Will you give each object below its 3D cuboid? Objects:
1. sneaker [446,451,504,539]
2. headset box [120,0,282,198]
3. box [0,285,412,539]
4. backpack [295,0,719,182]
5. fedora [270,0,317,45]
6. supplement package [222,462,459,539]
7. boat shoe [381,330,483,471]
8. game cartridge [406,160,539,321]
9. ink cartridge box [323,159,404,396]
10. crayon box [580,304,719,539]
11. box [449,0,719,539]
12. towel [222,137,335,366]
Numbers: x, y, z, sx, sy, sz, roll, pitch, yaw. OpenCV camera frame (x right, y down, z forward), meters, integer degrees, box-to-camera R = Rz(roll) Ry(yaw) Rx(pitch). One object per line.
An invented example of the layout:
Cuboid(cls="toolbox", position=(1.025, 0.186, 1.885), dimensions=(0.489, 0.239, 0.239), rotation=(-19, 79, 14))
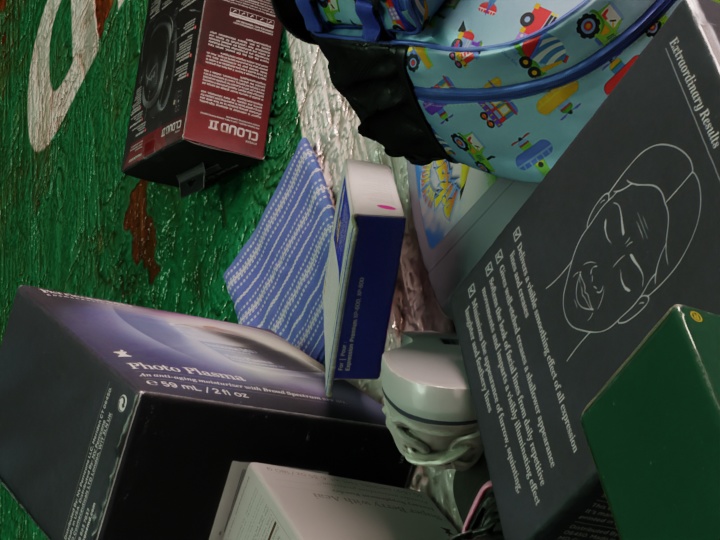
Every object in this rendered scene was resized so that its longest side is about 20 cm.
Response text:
Cuboid(cls="sneaker", position=(0.065, 0.134, 0.770), dimensions=(0.200, 0.098, 0.071), rotation=(50, 124, 60))
Cuboid(cls="headset box", position=(-0.131, -0.162, 1.324), dimensions=(0.149, 0.077, 0.202), rotation=(-17, 64, 61))
Cuboid(cls="box", position=(-0.106, 0.105, 0.980), dimensions=(0.198, 0.199, 0.124), rotation=(28, 103, 54))
Cuboid(cls="backpack", position=(0.088, -0.134, 0.767), dimensions=(0.183, 0.135, 0.200), rotation=(-44, 31, -15))
Cuboid(cls="fedora", position=(0.034, -0.215, 0.967), dimensions=(0.091, 0.200, 0.202), rotation=(35, 113, 30))
Cuboid(cls="supplement package", position=(0.006, 0.204, 0.829), dimensions=(0.200, 0.120, 0.121), rotation=(44, 116, 60))
Cuboid(cls="boat shoe", position=(0.042, 0.071, 0.821), dimensions=(0.200, 0.071, 0.066), rotation=(-121, 35, -86))
Cuboid(cls="game cartridge", position=(0.074, -0.074, 0.922), dimensions=(0.134, 0.040, 0.201), rotation=(127, 146, -46))
Cuboid(cls="ink cartridge box", position=(0.000, 0.000, 0.931), dimensions=(0.200, 0.037, 0.096), rotation=(-89, 8, -76))
Cuboid(cls="crayon box", position=(0.176, 0.109, 0.445), dimensions=(0.058, 0.199, 0.173), rotation=(-55, 33, 35))
Cuboid(cls="box", position=(0.140, 0.016, 0.665), dimensions=(0.200, 0.106, 0.149), rotation=(-54, 34, 40))
Cuboid(cls="towel", position=(-0.053, 0.017, 1.144), dimensions=(0.145, 0.024, 0.201), rotation=(-59, 31, 31))
